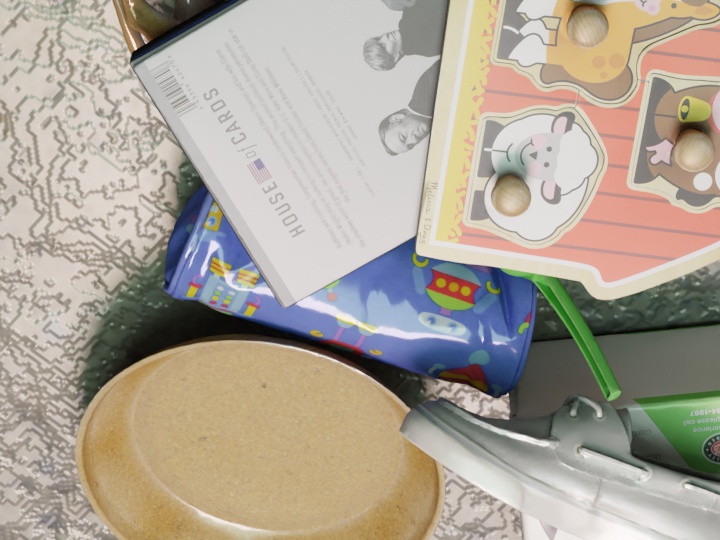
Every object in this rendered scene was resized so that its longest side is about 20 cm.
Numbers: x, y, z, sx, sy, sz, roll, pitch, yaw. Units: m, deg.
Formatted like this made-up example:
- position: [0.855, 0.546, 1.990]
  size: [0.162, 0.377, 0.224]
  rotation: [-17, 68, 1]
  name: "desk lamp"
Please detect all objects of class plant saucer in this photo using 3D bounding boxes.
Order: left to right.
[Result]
- position: [-0.052, 0.098, 1.605]
  size: [0.199, 0.036, 0.201]
  rotation: [4, 133, 4]
  name: "plant saucer"

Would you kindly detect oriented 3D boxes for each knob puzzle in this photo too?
- position: [0.135, -0.075, 1.435]
  size: [0.219, 0.030, 0.221]
  rotation: [-1, 111, -3]
  name: "knob puzzle"

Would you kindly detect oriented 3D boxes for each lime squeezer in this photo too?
- position: [0.060, -0.014, 1.509]
  size: [0.200, 0.071, 0.038]
  rotation: [32, 132, 4]
  name: "lime squeezer"

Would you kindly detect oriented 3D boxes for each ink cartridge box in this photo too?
- position: [0.160, 0.139, 1.621]
  size: [0.145, 0.084, 0.201]
  rotation: [-6, 117, 3]
  name: "ink cartridge box"

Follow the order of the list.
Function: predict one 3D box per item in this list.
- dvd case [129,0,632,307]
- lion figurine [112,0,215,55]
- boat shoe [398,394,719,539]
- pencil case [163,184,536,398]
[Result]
- position: [0.011, -0.091, 1.452]
  size: [0.200, 0.025, 0.151]
  rotation: [-29, 109, 9]
  name: "dvd case"
- position: [-0.039, -0.111, 1.497]
  size: [0.199, 0.073, 0.123]
  rotation: [1, 125, 5]
  name: "lion figurine"
- position: [0.119, 0.100, 1.522]
  size: [0.199, 0.072, 0.069]
  rotation: [25, 93, -4]
  name: "boat shoe"
- position: [0.000, 0.000, 1.550]
  size: [0.199, 0.078, 0.087]
  rotation: [17, 90, -9]
  name: "pencil case"
